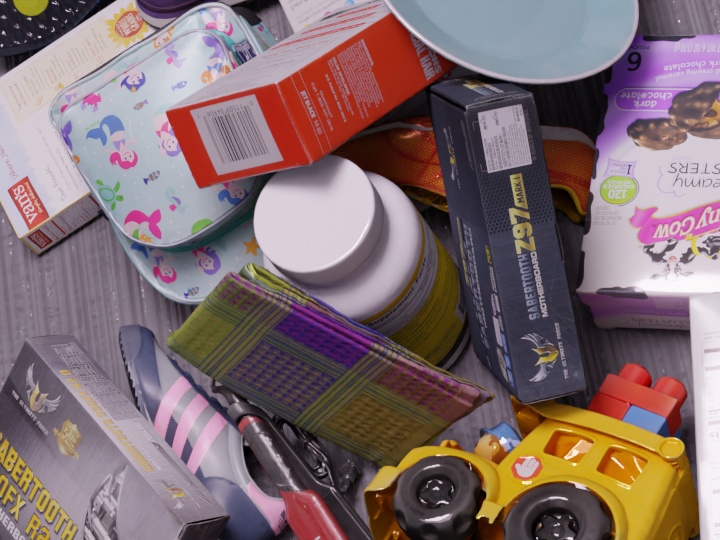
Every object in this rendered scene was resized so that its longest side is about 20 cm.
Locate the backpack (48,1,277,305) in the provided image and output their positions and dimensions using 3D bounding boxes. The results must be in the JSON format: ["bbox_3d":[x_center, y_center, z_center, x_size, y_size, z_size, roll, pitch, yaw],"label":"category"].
[{"bbox_3d":[-0.113,-0.079,1.643,0.177,0.151,0.201,-29,92,13],"label":"backpack"}]

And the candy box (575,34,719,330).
[{"bbox_3d":[0.248,-0.060,1.559,0.167,0.072,0.201,2,68,20],"label":"candy box"}]

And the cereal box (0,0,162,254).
[{"bbox_3d":[-0.207,-0.124,1.770,0.200,0.040,0.144,-33,61,5],"label":"cereal box"}]

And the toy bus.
[{"bbox_3d":[0.129,0.142,1.491,0.199,0.136,0.192,17,61,28],"label":"toy bus"}]

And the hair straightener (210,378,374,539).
[{"bbox_3d":[-0.037,0.147,1.578,0.200,0.077,0.041,50,118,18],"label":"hair straightener"}]

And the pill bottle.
[{"bbox_3d":[0.000,0.000,1.549,0.112,0.200,0.113,-8,65,17],"label":"pill bottle"}]

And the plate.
[{"bbox_3d":[0.094,-0.196,1.542,0.199,0.026,0.201,11,50,-13],"label":"plate"}]

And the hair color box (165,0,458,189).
[{"bbox_3d":[-0.024,-0.128,1.533,0.111,0.064,0.200,-10,20,43],"label":"hair color box"}]

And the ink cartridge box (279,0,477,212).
[{"bbox_3d":[0.029,-0.151,1.680,0.115,0.068,0.201,-29,62,8],"label":"ink cartridge box"}]

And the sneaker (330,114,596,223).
[{"bbox_3d":[0.072,-0.067,1.597,0.199,0.073,0.078,3,79,-1],"label":"sneaker"}]

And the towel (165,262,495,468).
[{"bbox_3d":[-0.024,0.068,1.520,0.199,0.144,0.023,27,57,-12],"label":"towel"}]

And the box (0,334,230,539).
[{"bbox_3d":[-0.196,0.169,1.592,0.200,0.048,0.159,46,121,29],"label":"box"}]

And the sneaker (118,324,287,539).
[{"bbox_3d":[-0.112,0.117,1.624,0.082,0.070,0.201,-22,66,-8],"label":"sneaker"}]

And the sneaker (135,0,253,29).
[{"bbox_3d":[-0.085,-0.260,1.740,0.199,0.088,0.076,-29,60,-13],"label":"sneaker"}]

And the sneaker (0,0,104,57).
[{"bbox_3d":[-0.226,-0.239,1.820,0.200,0.078,0.066,-36,96,9],"label":"sneaker"}]

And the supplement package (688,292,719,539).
[{"bbox_3d":[0.295,0.127,1.414,0.150,0.152,0.201,-7,66,16],"label":"supplement package"}]

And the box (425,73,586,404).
[{"bbox_3d":[0.095,-0.025,1.501,0.051,0.158,0.201,-12,102,-5],"label":"box"}]
